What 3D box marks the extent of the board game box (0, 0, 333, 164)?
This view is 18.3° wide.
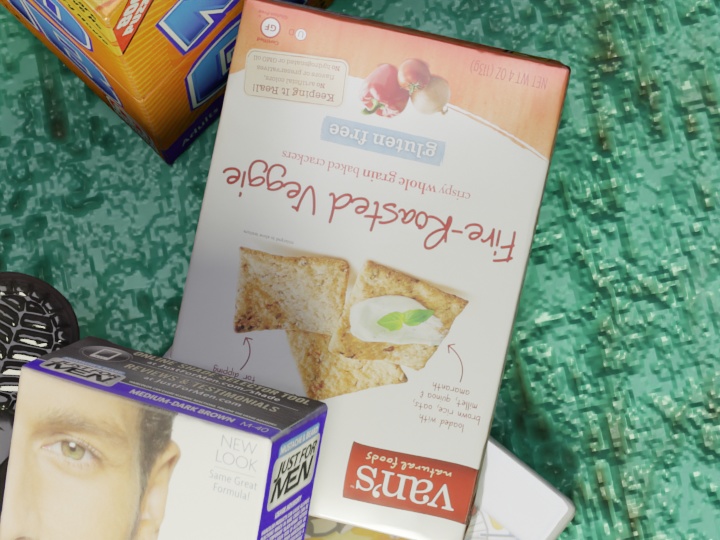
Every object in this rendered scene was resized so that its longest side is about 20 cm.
[{"bbox_3d":[-0.091,-0.205,0.939,0.200,0.200,0.200,43,82,11],"label":"board game box"}]

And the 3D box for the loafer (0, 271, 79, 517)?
[{"bbox_3d":[-0.174,0.097,0.943,0.073,0.071,0.201,31,87,-2],"label":"loafer"}]

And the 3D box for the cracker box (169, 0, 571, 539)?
[{"bbox_3d":[0.000,0.000,0.911,0.133,0.058,0.201,12,97,5],"label":"cracker box"}]

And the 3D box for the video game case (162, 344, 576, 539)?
[{"bbox_3d":[-0.039,0.122,0.953,0.182,0.023,0.200,38,82,10],"label":"video game case"}]

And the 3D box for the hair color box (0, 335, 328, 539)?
[{"bbox_3d":[-0.087,0.138,0.880,0.109,0.065,0.201,14,104,18],"label":"hair color box"}]
